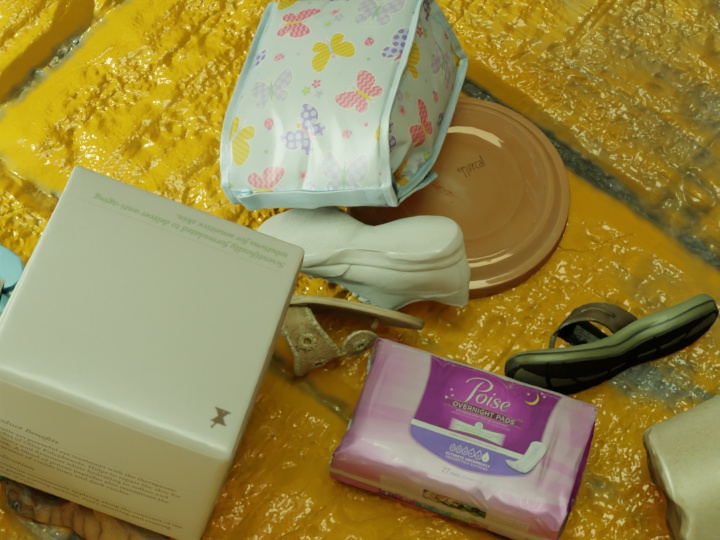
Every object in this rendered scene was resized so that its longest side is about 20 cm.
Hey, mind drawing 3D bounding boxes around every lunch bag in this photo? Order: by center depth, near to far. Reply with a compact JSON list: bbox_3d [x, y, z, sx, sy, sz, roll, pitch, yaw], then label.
[{"bbox_3d":[-0.017,-0.132,1.717,0.169,0.127,0.200,-2,51,27],"label":"lunch bag"}]

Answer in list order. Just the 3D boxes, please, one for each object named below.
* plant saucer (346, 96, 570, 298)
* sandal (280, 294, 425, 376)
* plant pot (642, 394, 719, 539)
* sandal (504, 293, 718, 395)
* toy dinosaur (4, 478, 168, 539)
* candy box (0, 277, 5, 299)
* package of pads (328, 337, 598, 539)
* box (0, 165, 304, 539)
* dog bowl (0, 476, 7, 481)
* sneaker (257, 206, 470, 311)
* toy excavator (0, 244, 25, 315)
[{"bbox_3d":[0.087,-0.070,1.764,0.200,0.032,0.201,1,62,-2],"label":"plant saucer"},{"bbox_3d":[-0.054,0.053,1.683,0.211,0.078,0.070,13,82,12],"label":"sandal"},{"bbox_3d":[0.328,0.161,1.572,0.183,0.201,0.201,-18,63,1],"label":"plant pot"},{"bbox_3d":[0.206,0.055,1.678,0.201,0.080,0.057,-18,68,-21],"label":"sandal"},{"bbox_3d":[-0.189,0.203,1.605,0.200,0.060,0.106,21,76,20],"label":"toy dinosaur"},{"bbox_3d":[-0.346,0.089,1.538,0.061,0.136,0.200,11,84,13],"label":"candy box"},{"bbox_3d":[0.085,0.140,1.627,0.200,0.076,0.121,17,65,7],"label":"package of pads"},{"bbox_3d":[-0.174,0.067,1.542,0.199,0.171,0.200,20,58,-2],"label":"box"},{"bbox_3d":[-0.259,0.110,1.647,0.200,0.050,0.112,-16,64,-11],"label":"dog bowl"},{"bbox_3d":[0.000,0.000,1.704,0.200,0.089,0.075,7,43,29],"label":"sneaker"},{"bbox_3d":[-0.299,0.020,1.679,0.200,0.100,0.195,32,67,0],"label":"toy excavator"}]
